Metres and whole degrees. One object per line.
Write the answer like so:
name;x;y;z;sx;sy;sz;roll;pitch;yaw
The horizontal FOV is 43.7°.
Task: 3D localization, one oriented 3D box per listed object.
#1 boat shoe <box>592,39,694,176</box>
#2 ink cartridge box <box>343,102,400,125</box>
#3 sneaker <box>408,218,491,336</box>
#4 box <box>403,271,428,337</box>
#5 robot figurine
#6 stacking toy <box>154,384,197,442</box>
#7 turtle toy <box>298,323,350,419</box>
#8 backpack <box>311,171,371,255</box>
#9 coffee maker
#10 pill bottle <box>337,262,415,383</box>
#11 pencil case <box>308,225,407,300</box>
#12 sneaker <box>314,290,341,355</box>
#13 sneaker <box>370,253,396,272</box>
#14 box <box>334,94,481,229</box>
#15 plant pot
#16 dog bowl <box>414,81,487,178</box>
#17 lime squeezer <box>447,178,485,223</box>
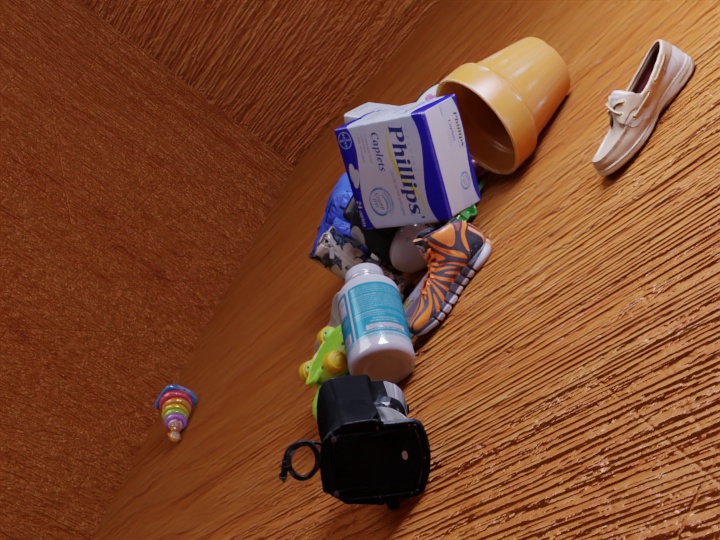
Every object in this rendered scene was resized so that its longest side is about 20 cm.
boat shoe;0.372;-0.225;1.233;0.201;0.069;0.074;-55;14;-1
ink cartridge box;0.077;-0.217;1.633;0.198;0.149;0.083;15;34;35
sneaker;0.116;0.002;1.472;0.201;0.111;0.078;-55;14;-1
box;0.090;0.074;1.544;0.201;0.038;0.041;-53;16;9
robot figurine;0.062;-0.083;1.698;0.149;0.199;0.126;-32;-37;-34
stacking toy;-0.577;0.461;2.797;0.110;0.115;0.201;-52;25;21
turtle toy;-0.037;0.177;1.602;0.145;0.101;0.202;-29;29;59
backpack;-0.004;-0.097;1.956;0.169;0.160;0.202;-83;14;-57
coffee maker;-0.012;0.220;1.230;0.200;0.190;0.136;-131;61;-78
pill bottle;0.021;0.084;1.484;0.111;0.110;0.202;-45;38;32
pencil case;0.000;0.000;1.705;0.078;0.199;0.089;-55;-3;8
sneaker;-0.027;0.117;1.787;0.084;0.075;0.202;-20;-37;-46
sneaker;0.046;-0.028;1.841;0.202;0.074;0.100;-58;12;5
box;0.079;-0.179;1.515;0.198;0.186;0.105;-4;19;41
plant pot;0.264;-0.305;1.579;0.183;0.201;0.200;-41;11;-14
dog bowl;0.184;-0.255;1.709;0.201;0.200;0.074;-56;33;-7
lime squeezer;0.187;-0.092;1.643;0.202;0.037;0.071;-59;-17;-12
